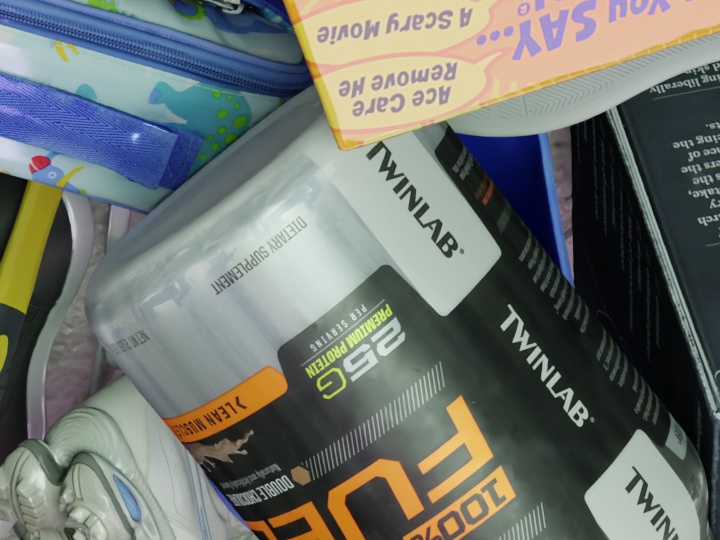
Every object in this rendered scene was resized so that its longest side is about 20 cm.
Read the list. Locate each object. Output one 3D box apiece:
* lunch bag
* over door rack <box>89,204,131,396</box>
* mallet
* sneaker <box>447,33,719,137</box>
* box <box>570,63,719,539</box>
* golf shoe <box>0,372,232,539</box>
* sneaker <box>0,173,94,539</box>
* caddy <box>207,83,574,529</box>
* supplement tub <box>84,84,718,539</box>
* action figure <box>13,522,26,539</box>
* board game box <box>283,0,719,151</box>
[{"bbox_3d":[-0.119,-0.093,0.884,0.200,0.161,0.083,15,117,-24],"label":"lunch bag"},{"bbox_3d":[-0.039,0.051,1.088,0.147,0.067,0.200,5,113,-17],"label":"over door rack"},{"bbox_3d":[-0.134,0.002,0.982,0.066,0.200,0.041,32,159,-27],"label":"mallet"},{"bbox_3d":[0.097,-0.093,0.888,0.200,0.112,0.073,-7,99,27],"label":"sneaker"},{"bbox_3d":[0.152,0.029,0.944,0.124,0.197,0.200,-9,138,-3],"label":"box"},{"bbox_3d":[-0.072,0.122,1.044,0.078,0.097,0.200,18,137,27],"label":"golf shoe"},{"bbox_3d":[-0.174,0.045,1.063,0.099,0.071,0.200,-20,141,-41],"label":"sneaker"},{"bbox_3d":[0.000,0.000,0.953,0.141,0.200,0.105,-5,145,-4],"label":"caddy"},{"bbox_3d":[0.020,0.047,0.815,0.122,0.123,0.200,-35,100,23],"label":"supplement tub"},{"bbox_3d":[-0.078,0.149,1.231,0.200,0.105,0.194,-46,141,-7],"label":"action figure"},{"bbox_3d":[0.052,-0.188,0.759,0.200,0.200,0.200,-18,117,7],"label":"board game box"}]
